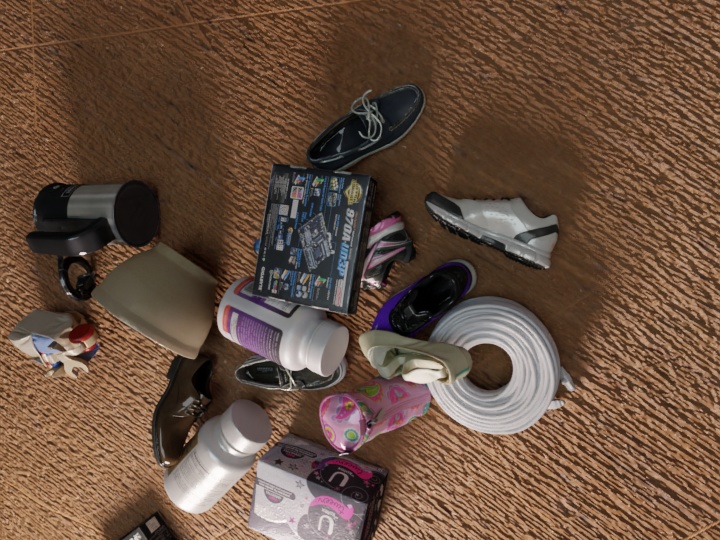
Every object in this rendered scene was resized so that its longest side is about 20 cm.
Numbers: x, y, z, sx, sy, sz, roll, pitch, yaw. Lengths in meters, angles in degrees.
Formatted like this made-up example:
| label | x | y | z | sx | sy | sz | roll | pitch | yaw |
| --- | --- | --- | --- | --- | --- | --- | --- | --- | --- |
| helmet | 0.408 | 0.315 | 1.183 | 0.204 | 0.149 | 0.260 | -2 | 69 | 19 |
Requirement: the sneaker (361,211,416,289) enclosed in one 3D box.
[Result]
| label | x | y | z | sx | sy | sz | roll | pitch | yaw |
| --- | --- | --- | --- | --- | --- | --- | --- | --- | --- |
| sneaker | 0.000 | 0.000 | 0.849 | 0.199 | 0.080 | 0.087 | -35 | 90 | 24 |

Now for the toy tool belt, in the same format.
| label | x | y | z | sx | sy | sz | roll | pitch | yaw |
| --- | --- | --- | --- | --- | --- | --- | --- | --- | --- |
| toy tool belt | -0.578 | 0.150 | 1.077 | 0.197 | 0.125 | 0.124 | 6 | 131 | 22 |

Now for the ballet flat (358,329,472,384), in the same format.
| label | x | y | z | sx | sy | sz | roll | pitch | yaw |
| --- | --- | --- | --- | --- | --- | --- | --- | --- | --- |
| ballet flat | 0.063 | 0.128 | 0.783 | 0.198 | 0.069 | 0.071 | 0 | 98 | 41 |

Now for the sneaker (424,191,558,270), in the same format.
| label | x | y | z | sx | sy | sz | roll | pitch | yaw |
| --- | --- | --- | --- | --- | --- | --- | --- | --- | --- |
| sneaker | 0.187 | -0.074 | 0.781 | 0.198 | 0.074 | 0.081 | 25 | 91 | 11 |

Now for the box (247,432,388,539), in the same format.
| label | x | y | z | sx | sy | sz | roll | pitch | yaw |
| --- | --- | --- | --- | --- | --- | --- | --- | --- | --- |
| box | -0.071 | 0.380 | 0.910 | 0.197 | 0.115 | 0.134 | 15 | 103 | 17 |

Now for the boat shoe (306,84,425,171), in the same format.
| label | x | y | z | sx | sy | sz | roll | pitch | yaw |
| --- | --- | --- | --- | --- | --- | --- | --- | --- | --- |
| boat shoe | 0.006 | -0.216 | 0.814 | 0.198 | 0.062 | 0.076 | -27 | 79 | 12 |

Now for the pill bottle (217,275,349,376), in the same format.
| label | x | y | z | sx | sy | sz | roll | pitch | yaw |
| --- | --- | --- | --- | --- | --- | --- | --- | --- | --- |
| pill bottle | -0.121 | 0.091 | 0.875 | 0.198 | 0.111 | 0.113 | 21 | 105 | 25 |

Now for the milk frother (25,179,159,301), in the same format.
| label | x | y | z | sx | sy | sz | roll | pitch | yaw |
| --- | --- | --- | --- | --- | --- | --- | --- | --- | --- |
| milk frother | -0.473 | -0.051 | 1.000 | 0.185 | 0.182 | 0.201 | 2 | 142 | 20 |

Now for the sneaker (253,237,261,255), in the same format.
| label | x | y | z | sx | sy | sz | roll | pitch | yaw |
| --- | --- | --- | --- | --- | --- | --- | --- | --- | --- |
| sneaker | -0.090 | -0.084 | 0.882 | 0.198 | 0.078 | 0.091 | -28 | 75 | 14 |

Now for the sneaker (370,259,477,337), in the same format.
| label | x | y | z | sx | sy | sz | roll | pitch | yaw |
| --- | --- | --- | --- | --- | --- | --- | --- | --- | --- |
| sneaker | 0.078 | 0.056 | 0.813 | 0.200 | 0.099 | 0.070 | -42 | 83 | 24 |

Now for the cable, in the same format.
| label | x | y | z | sx | sy | sz | roll | pitch | yaw |
| --- | --- | --- | --- | --- | --- | --- | --- | --- | --- |
| cable | 0.189 | 0.142 | 0.803 | 0.198 | 0.069 | 0.202 | -27 | 88 | 22 |

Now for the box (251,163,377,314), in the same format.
| label | x | y | z | sx | sy | sz | roll | pitch | yaw |
| --- | --- | --- | --- | --- | --- | --- | --- | --- | --- |
| box | -0.068 | -0.048 | 0.804 | 0.157 | 0.046 | 0.203 | 9 | 90 | 18 |

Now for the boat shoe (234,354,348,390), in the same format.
| label | x | y | z | sx | sy | sz | roll | pitch | yaw |
| --- | --- | --- | --- | --- | --- | --- | --- | --- | --- |
| boat shoe | -0.120 | 0.175 | 0.921 | 0.197 | 0.071 | 0.073 | -8 | 95 | 20 |

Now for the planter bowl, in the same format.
| label | x | y | z | sx | sy | sz | roll | pitch | yaw |
| --- | --- | --- | --- | --- | --- | --- | --- | --- | --- |
| planter bowl | -0.326 | 0.038 | 0.928 | 0.199 | 0.200 | 0.136 | 32 | 80 | 13 |

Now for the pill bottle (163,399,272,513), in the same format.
| label | x | y | z | sx | sy | sz | roll | pitch | yaw |
| --- | --- | --- | --- | --- | --- | --- | --- | --- | --- |
| pill bottle | -0.250 | 0.325 | 0.968 | 0.114 | 0.114 | 0.200 | 46 | 110 | 8 |

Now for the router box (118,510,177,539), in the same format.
| label | x | y | z | sx | sy | sz | roll | pitch | yaw |
| --- | --- | --- | --- | --- | --- | --- | --- | --- | --- |
| router box | -0.446 | 0.609 | 1.110 | 0.199 | 0.062 | 0.151 | -40 | 85 | 21 |

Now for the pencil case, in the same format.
| label | x | y | z | sx | sy | sz | roll | pitch | yaw |
| --- | --- | --- | --- | --- | --- | --- | --- | --- | --- |
| pencil case | 0.029 | 0.200 | 0.802 | 0.086 | 0.199 | 0.089 | 2 | 94 | 36 |

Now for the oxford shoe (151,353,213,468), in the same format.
| label | x | y | z | sx | sy | sz | roll | pitch | yaw |
| --- | --- | --- | --- | --- | --- | --- | --- | --- | --- |
| oxford shoe | -0.308 | 0.242 | 0.957 | 0.083 | 0.073 | 0.203 | -2 | 67 | 24 |
